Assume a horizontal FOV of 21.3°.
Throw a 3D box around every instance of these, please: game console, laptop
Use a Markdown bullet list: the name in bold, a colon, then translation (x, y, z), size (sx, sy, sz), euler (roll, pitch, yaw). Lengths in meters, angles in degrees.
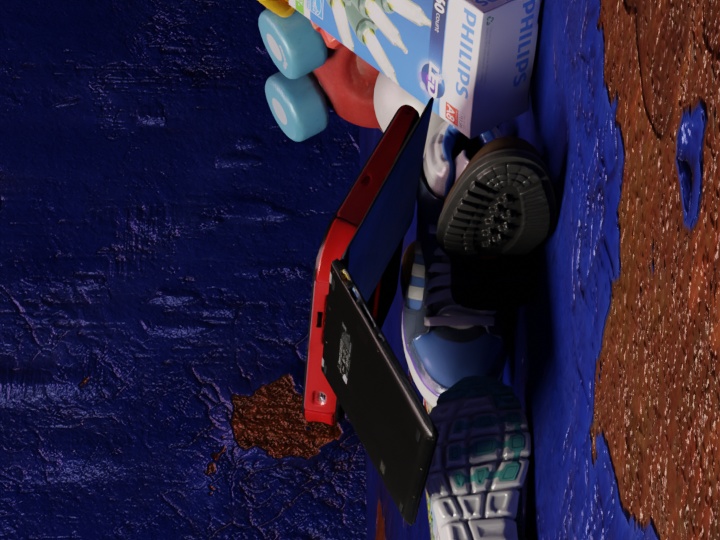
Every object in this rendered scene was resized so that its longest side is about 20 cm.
- **game console**: translation (0.000, 0.000, 1.429), size (0.201, 0.031, 0.177), euler (97, -168, -44)
- **laptop**: translation (0.038, 0.031, 1.253), size (0.201, 0.115, 0.188), euler (60, 166, 19)

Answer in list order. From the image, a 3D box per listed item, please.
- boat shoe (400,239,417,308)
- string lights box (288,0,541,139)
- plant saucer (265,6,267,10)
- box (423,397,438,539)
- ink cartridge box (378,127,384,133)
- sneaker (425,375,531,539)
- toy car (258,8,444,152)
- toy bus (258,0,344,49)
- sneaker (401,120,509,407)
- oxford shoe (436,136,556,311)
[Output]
- **boat shoe**: translation (0.070, 0.045, 1.524), size (0.201, 0.073, 0.064), euler (-106, 20, -55)
- **string lights box**: translation (0.034, -0.188, 1.309), size (0.200, 0.059, 0.103), euler (40, 142, 35)
- **plant saucer**: translation (-0.036, -0.300, 1.681), size (0.201, 0.036, 0.201), euler (-51, 22, 31)
- **box**: translation (0.078, 0.172, 1.673), size (0.200, 0.034, 0.111), euler (-94, 5, -59)
- **ink cartridge box**: translation (0.030, -0.225, 1.747), size (0.200, 0.050, 0.163), euler (39, -112, -50)
- **sneaker**: translation (0.079, 0.172, 1.294), size (0.091, 0.077, 0.202), euler (87, -176, -66)
- **toy car**: translation (0.044, -0.147, 1.563), size (0.201, 0.183, 0.177), euler (55, 164, 26)
- **toy bus**: translation (-0.016, -0.274, 1.451), size (0.193, 0.199, 0.136), euler (61, -171, 10)
- **sneaker**: translation (0.071, -0.015, 1.371), size (0.147, 0.080, 0.201), euler (87, -173, -59)
- **oxford shoe**: translation (0.083, -0.046, 1.222), size (0.200, 0.072, 0.085), euler (98, 174, -69)
